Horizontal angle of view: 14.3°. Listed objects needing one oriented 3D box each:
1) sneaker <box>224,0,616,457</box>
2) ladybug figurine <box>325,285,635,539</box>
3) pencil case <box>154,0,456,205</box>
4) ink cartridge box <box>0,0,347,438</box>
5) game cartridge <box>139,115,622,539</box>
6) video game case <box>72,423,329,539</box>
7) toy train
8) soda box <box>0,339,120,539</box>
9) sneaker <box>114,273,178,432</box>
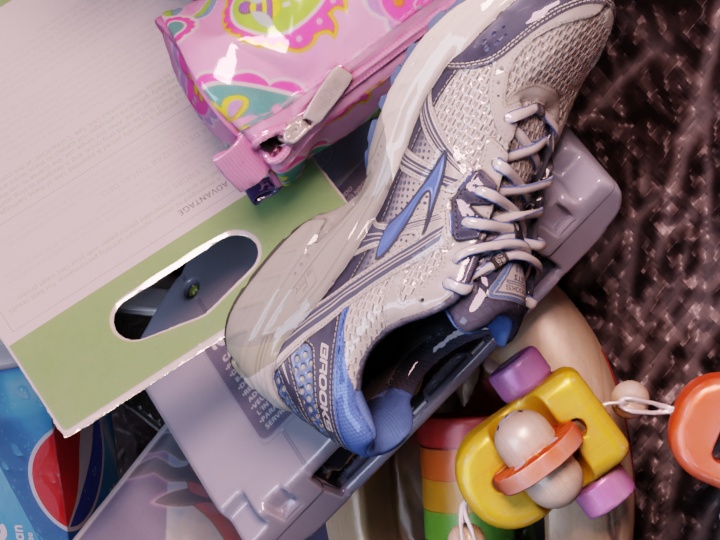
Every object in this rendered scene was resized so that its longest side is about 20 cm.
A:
[{"bbox_3d":[0.040,-0.016,1.040,0.085,0.077,0.200,45,108,36],"label":"sneaker"},{"bbox_3d":[0.053,0.086,1.165,0.136,0.072,0.200,3,99,29],"label":"ladybug figurine"},{"bbox_3d":[0.021,-0.110,1.069,0.200,0.087,0.087,-34,80,3],"label":"pencil case"},{"bbox_3d":[-0.100,-0.034,1.145,0.200,0.145,0.048,53,172,29],"label":"ink cartridge box"},{"bbox_3d":[0.000,0.000,1.129,0.200,0.041,0.133,-46,50,12],"label":"game cartridge"},{"bbox_3d":[-0.041,0.173,1.185,0.200,0.182,0.023,34,152,6],"label":"video game case"},{"bbox_3d":[0.098,0.111,1.084,0.150,0.056,0.200,27,94,-2],"label":"toy train"},{"bbox_3d":[-0.148,0.071,1.238,0.068,0.064,0.200,3,117,16],"label":"soda box"},{"bbox_3d":[-0.084,0.024,1.279,0.200,0.085,0.073,22,118,7],"label":"sneaker"}]
